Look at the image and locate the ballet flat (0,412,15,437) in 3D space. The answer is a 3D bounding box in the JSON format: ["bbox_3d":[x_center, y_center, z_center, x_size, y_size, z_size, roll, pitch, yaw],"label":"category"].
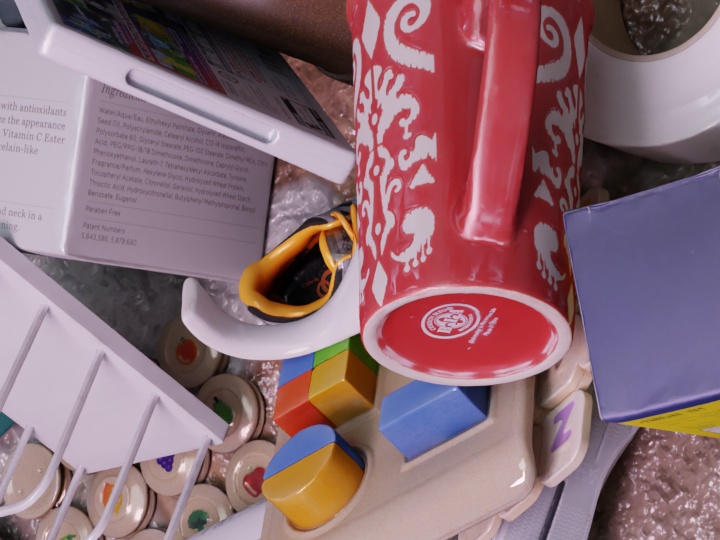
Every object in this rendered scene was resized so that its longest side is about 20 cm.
[{"bbox_3d":[-0.283,0.105,1.655,0.200,0.067,0.062,-48,52,18],"label":"ballet flat"}]

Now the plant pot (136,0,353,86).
[{"bbox_3d":[-0.035,-0.206,1.415,0.200,0.198,0.201,-27,57,53],"label":"plant pot"}]

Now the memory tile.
[{"bbox_3d":[-0.136,0.132,1.584,0.200,0.017,0.154,-40,65,23],"label":"memory tile"}]

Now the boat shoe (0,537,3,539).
[{"bbox_3d":[-0.247,0.222,1.594,0.200,0.072,0.076,44,106,19],"label":"boat shoe"}]

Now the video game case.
[{"bbox_3d":[-0.106,-0.119,1.381,0.023,0.182,0.200,-62,22,13],"label":"video game case"}]

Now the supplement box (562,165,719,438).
[{"bbox_3d":[0.201,0.020,1.270,0.108,0.200,0.110,-17,75,28],"label":"supplement box"}]

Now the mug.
[{"bbox_3d":[0.048,-0.062,1.278,0.133,0.178,0.201,-7,60,17],"label":"mug"}]

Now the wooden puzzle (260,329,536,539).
[{"bbox_3d":[0.014,0.072,1.369,0.185,0.046,0.200,-30,35,26],"label":"wooden puzzle"}]

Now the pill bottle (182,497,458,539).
[{"bbox_3d":[-0.037,0.187,1.454,0.200,0.113,0.114,-29,69,27],"label":"pill bottle"}]

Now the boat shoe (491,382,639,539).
[{"bbox_3d":[0.115,0.087,1.398,0.201,0.072,0.062,-65,15,-4],"label":"boat shoe"}]

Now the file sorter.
[{"bbox_3d":[-0.208,0.096,1.470,0.138,0.200,0.125,-16,42,43],"label":"file sorter"}]

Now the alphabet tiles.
[{"bbox_3d":[0.092,0.051,1.367,0.200,0.015,0.196,-46,25,44],"label":"alphabet tiles"}]

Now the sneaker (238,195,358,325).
[{"bbox_3d":[0.014,-0.016,1.470,0.200,0.077,0.078,-35,65,23],"label":"sneaker"}]

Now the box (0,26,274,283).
[{"bbox_3d":[-0.185,-0.073,1.532,0.198,0.200,0.131,8,90,33],"label":"box"}]

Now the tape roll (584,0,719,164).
[{"bbox_3d":[0.174,-0.162,1.389,0.202,0.071,0.203,-4,82,32],"label":"tape roll"}]

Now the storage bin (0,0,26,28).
[{"bbox_3d":[-0.171,-0.220,1.554,0.145,0.200,0.135,-18,84,30],"label":"storage bin"}]

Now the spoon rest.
[{"bbox_3d":[0.000,0.000,1.402,0.199,0.061,0.100,-21,34,14],"label":"spoon rest"}]
